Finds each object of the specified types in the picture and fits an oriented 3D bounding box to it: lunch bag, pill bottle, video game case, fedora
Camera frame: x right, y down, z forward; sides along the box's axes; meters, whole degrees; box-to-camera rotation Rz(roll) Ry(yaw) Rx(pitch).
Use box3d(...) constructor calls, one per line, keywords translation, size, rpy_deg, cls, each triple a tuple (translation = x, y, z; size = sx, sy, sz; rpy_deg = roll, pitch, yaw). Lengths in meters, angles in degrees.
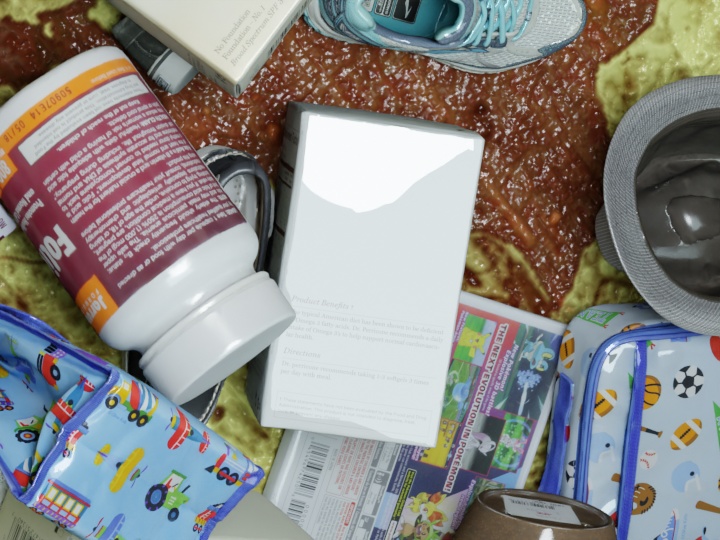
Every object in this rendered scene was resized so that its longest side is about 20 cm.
box3d(translation=(-0.180, 0.084, 1.575), size=(0.094, 0.200, 0.151), rpy_deg=(-54, 136, -2), cls="lunch bag")
box3d(translation=(0.201, 0.120, 1.828), size=(0.160, 0.076, 0.200), rpy_deg=(-5, 112, -24), cls="lunch bag")
box3d(translation=(-0.135, -0.025, 1.595), size=(0.114, 0.114, 0.200), rpy_deg=(-35, 83, -13), cls="pill bottle")
box3d(translation=(0.038, 0.108, 1.794), size=(0.182, 0.023, 0.200), rpy_deg=(18, 93, -26), cls="video game case")
box3d(translation=(0.230, -0.038, 1.794), size=(0.200, 0.090, 0.177), rpy_deg=(-19, 88, -27), cls="fedora")

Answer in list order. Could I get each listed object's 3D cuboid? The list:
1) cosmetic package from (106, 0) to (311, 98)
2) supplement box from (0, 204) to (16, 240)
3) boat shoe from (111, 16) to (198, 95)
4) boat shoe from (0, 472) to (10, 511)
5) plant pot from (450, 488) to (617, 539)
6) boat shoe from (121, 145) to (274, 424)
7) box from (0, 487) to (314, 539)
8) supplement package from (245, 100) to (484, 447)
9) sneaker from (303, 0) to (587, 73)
box3d(translation=(-0.123, -0.205, 1.583), size=(0.200, 0.073, 0.104), rpy_deg=(36, 86, -1), cls="cosmetic package")
box3d(translation=(-0.317, -0.007, 1.575), size=(0.200, 0.061, 0.109), rpy_deg=(-42, 134, -10), cls="supplement box")
box3d(translation=(-0.070, -0.200, 1.652), size=(0.064, 0.071, 0.200), rpy_deg=(45, 78, -1), cls="boat shoe")
box3d(translation=(-0.265, 0.095, 1.611), size=(0.200, 0.071, 0.069), rpy_deg=(19, 99, -49), cls="boat shoe")
box3d(translation=(0.105, 0.253, 1.761), size=(0.187, 0.187, 0.200), rpy_deg=(5, 99, -25), cls="plant pot")
box3d(translation=(-0.100, 0.021, 1.692), size=(0.074, 0.060, 0.200), rpy_deg=(15, 95, -26), cls="boat shoe")
box3d(translation=(-0.131, 0.179, 1.671), size=(0.200, 0.082, 0.068), rpy_deg=(10, 108, -40), cls="box")
box3d(translation=(0.000, 0.000, 1.682), size=(0.117, 0.117, 0.200), rpy_deg=(8, 95, -7), cls="supplement package")
box3d(translation=(0.063, -0.163, 1.710), size=(0.200, 0.086, 0.078), rpy_deg=(1, 102, -24), cls="sneaker")
